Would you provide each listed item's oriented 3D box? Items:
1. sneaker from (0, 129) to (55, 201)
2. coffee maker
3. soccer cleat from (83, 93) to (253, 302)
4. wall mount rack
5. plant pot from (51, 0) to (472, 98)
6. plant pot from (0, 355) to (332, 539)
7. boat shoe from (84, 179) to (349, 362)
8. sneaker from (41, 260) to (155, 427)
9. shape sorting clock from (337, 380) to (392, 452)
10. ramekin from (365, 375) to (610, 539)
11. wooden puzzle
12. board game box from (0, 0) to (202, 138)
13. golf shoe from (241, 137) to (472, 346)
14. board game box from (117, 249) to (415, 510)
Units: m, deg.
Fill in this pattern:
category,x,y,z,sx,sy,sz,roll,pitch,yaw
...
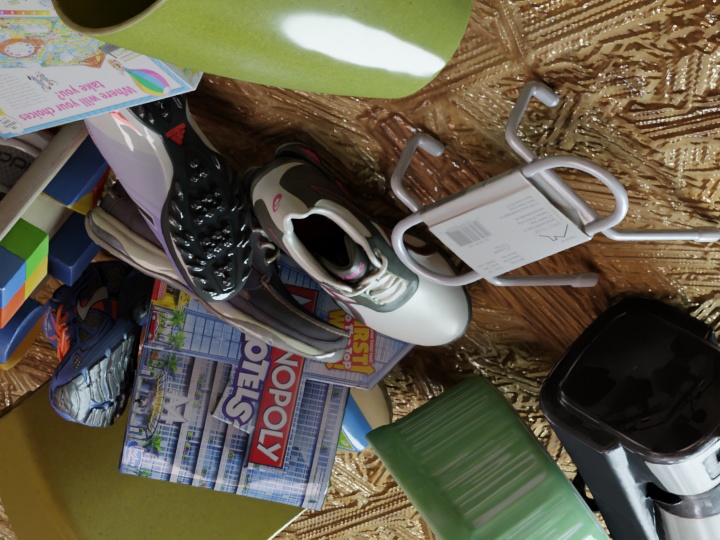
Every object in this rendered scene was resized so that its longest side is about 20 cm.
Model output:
category,x,y,z,sx,sy,sz,roll,pitch,yaw
sneaker,-0.278,-0.035,1.834,0.074,0.087,0.200,30,148,-12
coffee maker,0.199,0.125,1.737,0.192,0.135,0.200,4,144,29
soccer cleat,-0.134,-0.071,1.664,0.073,0.068,0.200,-8,111,54
wall mount rack,0.122,-0.035,1.606,0.174,0.075,0.200,41,144,-22
plant pot,-0.040,-0.177,1.409,0.200,0.187,0.187,26,152,-36
plant pot,-0.177,0.157,1.948,0.200,0.194,0.196,52,160,-2
boat shoe,-0.089,-0.006,1.714,0.200,0.073,0.074,31,179,-6
sneaker,-0.196,0.051,1.812,0.078,0.200,0.075,11,113,3
shape sorting clock,-0.064,0.071,1.907,0.200,0.039,0.200,27,152,16
ramekin,0.100,0.171,1.812,0.200,0.098,0.200,54,177,4
wooden puzzle,-0.222,-0.012,1.738,0.046,0.185,0.200,32,150,6
board game box,-0.205,-0.147,1.560,0.200,0.034,0.134,-9,140,46
golf shoe,0.000,0.000,1.695,0.200,0.088,0.077,38,105,-27
board game box,-0.056,0.067,1.787,0.200,0.200,0.062,11,-178,-4
